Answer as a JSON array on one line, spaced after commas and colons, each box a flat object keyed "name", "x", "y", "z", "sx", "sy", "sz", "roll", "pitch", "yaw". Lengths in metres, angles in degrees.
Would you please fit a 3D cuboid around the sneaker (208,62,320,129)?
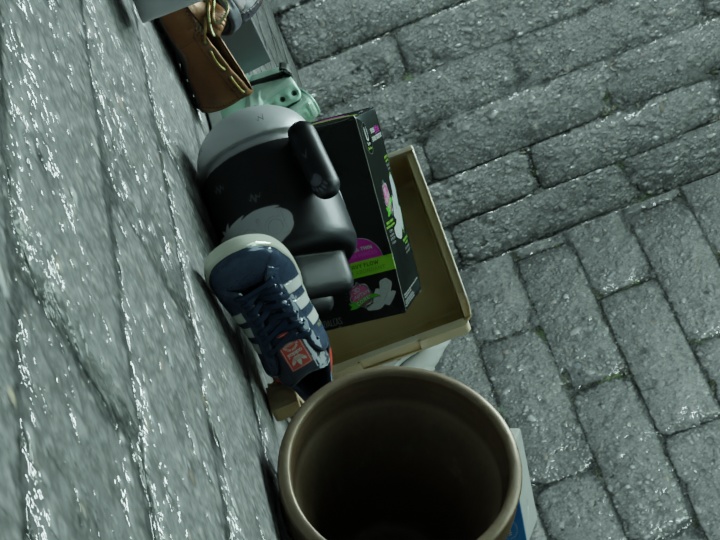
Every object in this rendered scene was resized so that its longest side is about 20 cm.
[{"name": "sneaker", "x": -0.096, "y": -0.142, "z": 1.743, "sx": 0.074, "sy": 0.117, "sz": 0.202, "roll": 67, "pitch": 5, "yaw": -58}]

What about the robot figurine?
[{"name": "robot figurine", "x": -0.075, "y": -0.056, "z": 1.483, "sx": 0.201, "sy": 0.149, "sz": 0.125, "roll": 68, "pitch": 14, "yaw": 20}]

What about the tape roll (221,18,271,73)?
[{"name": "tape roll", "x": -0.172, "y": -0.314, "z": 1.813, "sx": 0.202, "sy": 0.066, "sz": 0.200, "roll": 64, "pitch": 0, "yaw": 1}]

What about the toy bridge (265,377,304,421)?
[{"name": "toy bridge", "x": -0.046, "y": 0.164, "z": 1.500, "sx": 0.067, "sy": 0.027, "sz": 0.201, "roll": -110, "pitch": 177, "yaw": -50}]

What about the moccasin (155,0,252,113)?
[{"name": "moccasin", "x": -0.165, "y": -0.254, "z": 1.636, "sx": 0.074, "sy": 0.077, "sz": 0.202, "roll": -99, "pitch": 169, "yaw": -58}]

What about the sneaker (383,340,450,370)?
[{"name": "sneaker", "x": 0.048, "y": 0.118, "z": 1.869, "sx": 0.076, "sy": 0.200, "sz": 0.081, "roll": 22, "pitch": -29, "yaw": 50}]

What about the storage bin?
[{"name": "storage bin", "x": 0.000, "y": 0.000, "z": 1.762, "sx": 0.094, "sy": 0.198, "sz": 0.200, "roll": 66, "pitch": 4, "yaw": -71}]

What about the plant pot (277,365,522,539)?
[{"name": "plant pot", "x": 0.030, "y": 0.210, "z": 1.331, "sx": 0.175, "sy": 0.198, "sz": 0.201, "roll": 91, "pitch": -14, "yaw": -48}]

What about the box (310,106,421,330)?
[{"name": "box", "x": -0.037, "y": -0.048, "z": 1.622, "sx": 0.124, "sy": 0.147, "sz": 0.202, "roll": -44, "pitch": 120, "yaw": -77}]

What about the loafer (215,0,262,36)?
[{"name": "loafer", "x": -0.179, "y": -0.342, "z": 1.684, "sx": 0.201, "sy": 0.063, "sz": 0.072, "roll": 54, "pitch": -29, "yaw": -10}]

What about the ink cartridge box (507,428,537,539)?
[{"name": "ink cartridge box", "x": 0.088, "y": 0.248, "z": 1.793, "sx": 0.067, "sy": 0.198, "sz": 0.117, "roll": -49, "pitch": 129, "yaw": -66}]

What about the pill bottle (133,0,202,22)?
[{"name": "pill bottle", "x": -0.187, "y": -0.329, "z": 1.416, "sx": 0.116, "sy": 0.115, "sz": 0.201, "roll": -93, "pitch": 162, "yaw": -79}]

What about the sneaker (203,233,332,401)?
[{"name": "sneaker", "x": -0.067, "y": 0.046, "z": 1.359, "sx": 0.085, "sy": 0.075, "sz": 0.200, "roll": 64, "pitch": 6, "yaw": 35}]
